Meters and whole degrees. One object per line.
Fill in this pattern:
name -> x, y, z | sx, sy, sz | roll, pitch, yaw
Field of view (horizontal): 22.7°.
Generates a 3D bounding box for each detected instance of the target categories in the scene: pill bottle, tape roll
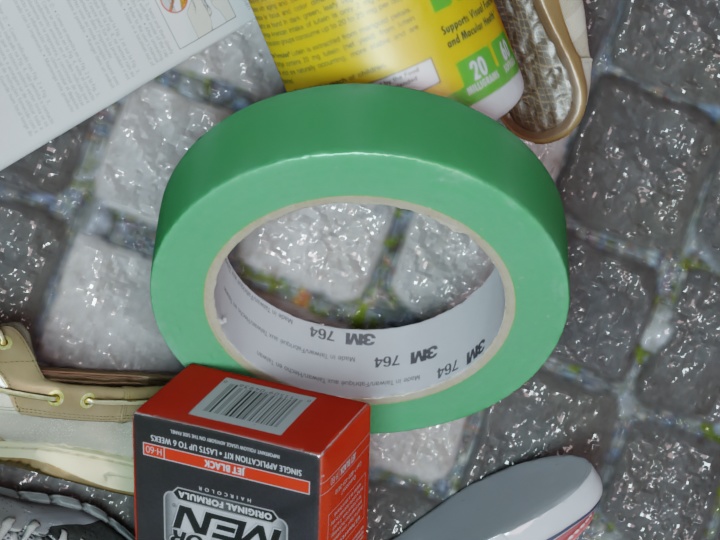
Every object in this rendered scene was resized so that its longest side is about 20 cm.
pill bottle -> -0.006, -0.157, 0.863 | 0.111, 0.111, 0.201 | -27, 105, -13
tape roll -> 0.000, 0.000, 0.860 | 0.199, 0.048, 0.201 | 2, 138, 2

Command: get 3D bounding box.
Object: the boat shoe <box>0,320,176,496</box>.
boat shoe -> -0.176, 0.056, 0.865 | 0.199, 0.074, 0.067 | 18, 89, -31

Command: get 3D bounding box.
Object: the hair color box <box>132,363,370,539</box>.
hair color box -> -0.053, 0.155, 0.877 | 0.101, 0.061, 0.201 | 10, 115, 21

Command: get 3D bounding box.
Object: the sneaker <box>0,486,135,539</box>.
sneaker -> -0.178, 0.141, 0.849 | 0.199, 0.115, 0.075 | 25, 90, -21

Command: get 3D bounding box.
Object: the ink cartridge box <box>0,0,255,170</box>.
ink cartridge box -> -0.151, -0.157, 0.861 | 0.200, 0.050, 0.163 | -35, 109, -30

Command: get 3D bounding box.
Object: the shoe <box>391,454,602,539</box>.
shoe -> 0.055, 0.184, 0.965 | 0.199, 0.071, 0.091 | -31, 109, -7

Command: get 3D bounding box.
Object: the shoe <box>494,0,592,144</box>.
shoe -> 0.075, -0.166, 0.927 | 0.070, 0.053, 0.201 | -10, 102, 24
